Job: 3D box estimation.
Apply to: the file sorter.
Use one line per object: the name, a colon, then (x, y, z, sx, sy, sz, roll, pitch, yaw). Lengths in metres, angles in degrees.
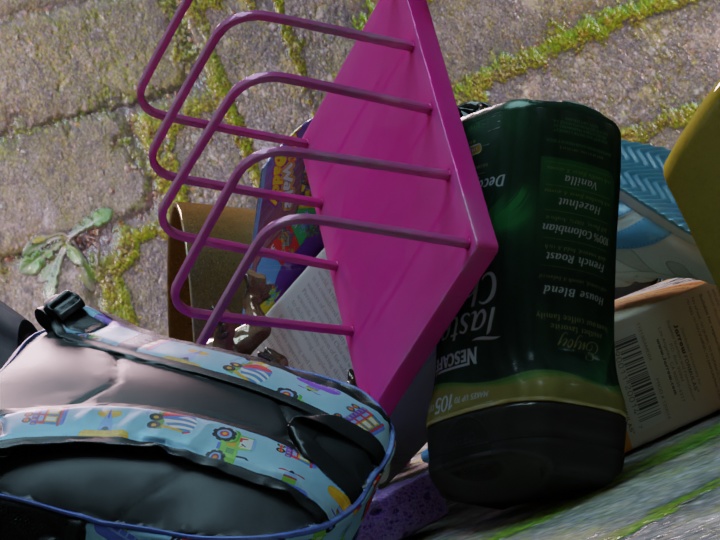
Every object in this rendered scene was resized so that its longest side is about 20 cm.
file sorter: (-0.032, -0.049, 1.377, 0.125, 0.201, 0.139, 9, -44, -25)

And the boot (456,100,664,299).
boot: (0.088, -0.023, 1.590, 0.199, 0.175, 0.069, -23, 31, -16)

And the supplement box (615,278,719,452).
supplement box: (0.169, 0.050, 1.533, 0.200, 0.074, 0.126, -20, 1, -37)

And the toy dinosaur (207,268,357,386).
toy dinosaur: (-0.071, 0.090, 1.462, 0.086, 0.200, 0.136, -1, -56, -53)

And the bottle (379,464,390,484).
bottle: (-0.083, 0.116, 1.364, 0.199, 0.066, 0.084, -20, 2, 19)

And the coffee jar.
coffee jar: (0.084, 0.020, 1.362, 0.085, 0.201, 0.104, 12, -21, -36)

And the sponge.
sponge: (-0.059, 0.158, 1.387, 0.200, 0.030, 0.111, -20, 0, -41)

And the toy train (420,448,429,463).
toy train: (0.107, 0.069, 1.729, 0.114, 0.087, 0.200, -13, 3, 29)

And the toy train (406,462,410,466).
toy train: (-0.041, 0.137, 1.921, 0.150, 0.056, 0.200, -20, 0, 0)

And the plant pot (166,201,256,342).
plant pot: (-0.027, 0.042, 1.833, 0.199, 0.187, 0.186, -3, -3, -10)

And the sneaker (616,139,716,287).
sneaker: (0.144, -0.024, 1.494, 0.199, 0.081, 0.076, 20, 31, 26)

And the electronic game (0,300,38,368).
electronic game: (-0.190, 0.113, 1.541, 0.041, 0.201, 0.200, -17, 0, 3)

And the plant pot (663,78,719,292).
plant pot: (0.280, -0.044, 1.379, 0.200, 0.201, 0.176, -20, -9, -41)

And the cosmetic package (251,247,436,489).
cosmetic package: (-0.002, 0.054, 1.503, 0.071, 0.102, 0.200, 4, -43, -48)

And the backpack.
backpack: (-0.088, 0.110, 1.228, 0.199, 0.135, 0.183, 10, 25, 14)

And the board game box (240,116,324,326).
board game box: (0.000, 0.000, 1.606, 0.039, 0.201, 0.158, 16, 12, 41)
